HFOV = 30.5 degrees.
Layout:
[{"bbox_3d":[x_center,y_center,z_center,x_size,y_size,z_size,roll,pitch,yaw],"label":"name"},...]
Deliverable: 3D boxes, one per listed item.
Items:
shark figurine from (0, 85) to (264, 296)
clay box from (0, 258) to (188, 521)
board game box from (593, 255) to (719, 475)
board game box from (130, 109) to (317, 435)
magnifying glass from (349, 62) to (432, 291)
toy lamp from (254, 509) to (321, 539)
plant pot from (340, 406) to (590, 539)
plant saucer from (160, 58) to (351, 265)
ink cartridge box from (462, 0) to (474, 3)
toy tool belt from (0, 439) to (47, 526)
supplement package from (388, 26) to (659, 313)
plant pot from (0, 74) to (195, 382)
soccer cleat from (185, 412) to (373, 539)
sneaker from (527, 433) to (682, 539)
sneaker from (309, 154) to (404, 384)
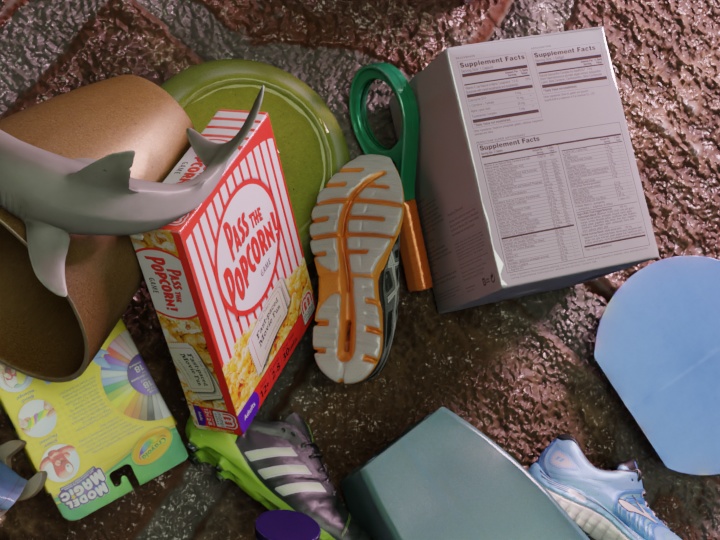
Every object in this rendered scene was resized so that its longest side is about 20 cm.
[{"bbox_3d":[-0.148,-0.062,0.862,0.214,0.090,0.128,-7,63,-33],"label":"shark figurine"},{"bbox_3d":[-0.231,0.087,1.050,0.115,0.048,0.201,-27,89,-20],"label":"clay box"},{"bbox_3d":[0.303,0.090,1.218,0.158,0.039,0.200,-33,86,-14],"label":"board game box"},{"bbox_3d":[-0.100,0.002,1.012,0.046,0.200,0.152,6,42,23],"label":"board game box"},{"bbox_3d":[0.031,-0.081,1.150,0.022,0.079,0.201,-18,97,-34],"label":"magnifying glass"},{"bbox_3d":[-0.068,0.288,1.025,0.058,0.058,0.201,2,110,-16],"label":"toy lamp"},{"bbox_3d":[0.082,0.223,1.079,0.141,0.141,0.200,-36,85,-19],"label":"plant pot"},{"bbox_3d":[-0.099,-0.089,1.129,0.199,0.031,0.201,3,80,-17],"label":"plant saucer"},{"bbox_3d":[0.158,-0.359,1.223,0.200,0.083,0.147,-28,90,-18],"label":"ink cartridge box"},{"bbox_3d":[-0.300,0.159,0.970,0.200,0.125,0.123,31,95,-10],"label":"toy tool belt"},{"bbox_3d":[0.135,-0.083,1.134,0.150,0.152,0.201,-11,84,-19],"label":"supplement package"},{"bbox_3d":[-0.213,-0.053,0.979,0.186,0.186,0.200,44,56,-6],"label":"plant pot"},{"bbox_3d":[-0.052,0.167,1.068,0.200,0.068,0.081,38,66,8],"label":"soccer cleat"},{"bbox_3d":[0.238,0.211,1.157,0.200,0.078,0.090,33,70,-10],"label":"sneaker"},{"bbox_3d":[0.000,0.000,1.121,0.078,0.077,0.201,5,79,18],"label":"sneaker"}]
